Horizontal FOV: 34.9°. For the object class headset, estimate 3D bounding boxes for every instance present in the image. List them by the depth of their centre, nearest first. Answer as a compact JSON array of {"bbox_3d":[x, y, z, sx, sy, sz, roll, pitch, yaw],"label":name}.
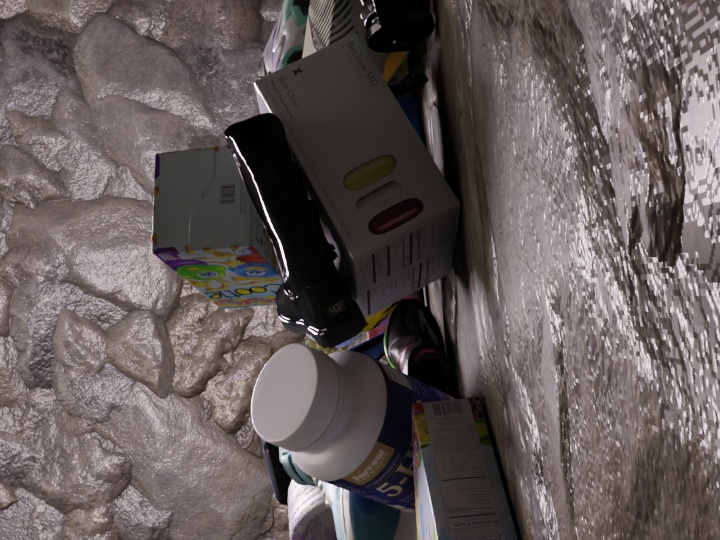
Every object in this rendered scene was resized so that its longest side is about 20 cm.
[{"bbox_3d":[0.019,-0.245,1.075,0.125,0.093,0.201,-97,-15,-44],"label":"headset"}]

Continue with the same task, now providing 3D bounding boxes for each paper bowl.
[{"bbox_3d":[0.014,0.262,1.327,0.202,0.197,0.105,85,179,-48],"label":"paper bowl"}]

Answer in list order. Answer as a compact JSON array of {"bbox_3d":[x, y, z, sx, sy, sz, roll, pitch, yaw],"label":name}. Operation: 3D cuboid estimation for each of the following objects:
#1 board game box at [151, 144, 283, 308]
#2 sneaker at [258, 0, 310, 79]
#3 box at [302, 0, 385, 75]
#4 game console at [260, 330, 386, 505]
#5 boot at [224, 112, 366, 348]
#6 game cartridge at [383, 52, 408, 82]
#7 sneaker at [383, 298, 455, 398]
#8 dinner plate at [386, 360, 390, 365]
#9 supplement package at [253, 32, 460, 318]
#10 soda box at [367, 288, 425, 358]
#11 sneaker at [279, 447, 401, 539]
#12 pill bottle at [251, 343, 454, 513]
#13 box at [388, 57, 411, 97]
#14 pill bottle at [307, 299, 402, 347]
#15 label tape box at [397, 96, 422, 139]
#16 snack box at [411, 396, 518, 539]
[{"bbox_3d":[-0.129,-0.039,1.170,0.200,0.101,0.107,54,-146,-68],"label":"board game box"},{"bbox_3d":[-0.075,-0.214,1.303,0.140,0.077,0.203,129,151,-51],"label":"sneaker"},{"bbox_3d":[-0.007,-0.299,1.178,0.082,0.067,0.204,176,101,-65],"label":"box"},{"bbox_3d":[-0.016,0.170,1.376,0.117,0.199,0.174,-4,104,46],"label":"game console"},{"bbox_3d":[-0.073,-0.042,1.032,0.202,0.065,0.164,63,163,-17],"label":"boot"},{"bbox_3d":[0.000,-0.266,1.264,0.200,0.032,0.179,-48,40,47],"label":"game cartridge"},{"bbox_3d":[0.072,0.105,1.229,0.202,0.075,0.084,-98,23,-43],"label":"sneaker"},{"bbox_3d":[0.052,0.156,1.416,0.202,0.024,0.201,90,-154,-51],"label":"dinner plate"},{"bbox_3d":[-0.003,-0.085,1.079,0.202,0.110,0.156,60,170,20],"label":"supplement package"},{"bbox_3d":[0.043,0.011,1.501,0.063,0.069,0.204,-6,-89,-70],"label":"soda box"},{"bbox_3d":[-0.028,0.219,1.187,0.079,0.130,0.202,33,-138,-35],"label":"sneaker"},{"bbox_3d":[0.001,0.143,1.056,0.199,0.119,0.121,27,-138,-39],"label":"pill bottle"},{"bbox_3d":[0.031,-0.275,1.404,0.075,0.049,0.204,144,119,-88],"label":"box"},{"bbox_3d":[0.000,0.000,1.254,0.200,0.112,0.116,128,141,-55],"label":"pill bottle"},{"bbox_3d":[0.044,-0.081,1.354,0.202,0.062,0.146,86,180,-47],"label":"label tape box"},{"bbox_3d":[0.085,0.232,0.934,0.201,0.066,0.171,-101,6,-60],"label":"snack box"}]
